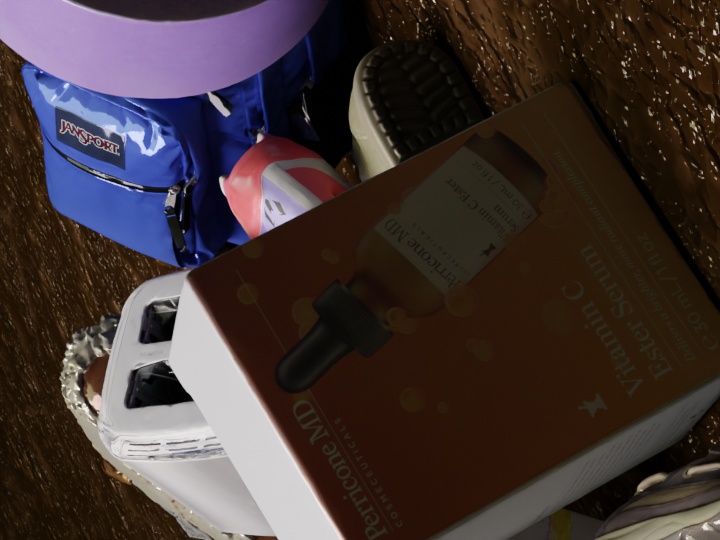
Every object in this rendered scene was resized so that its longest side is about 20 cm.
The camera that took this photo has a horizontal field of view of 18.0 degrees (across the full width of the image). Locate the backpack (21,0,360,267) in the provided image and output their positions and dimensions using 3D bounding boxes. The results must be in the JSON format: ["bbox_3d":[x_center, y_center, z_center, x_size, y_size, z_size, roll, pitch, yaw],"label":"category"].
[{"bbox_3d":[-0.091,-0.115,1.196,0.162,0.168,0.201,20,141,17],"label":"backpack"}]

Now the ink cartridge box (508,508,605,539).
[{"bbox_3d":[0.083,0.173,1.053,0.068,0.199,0.117,116,169,-53],"label":"ink cartridge box"}]

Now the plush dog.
[{"bbox_3d":[-0.087,0.065,1.426,0.200,0.172,0.160,41,165,-15],"label":"plush dog"}]

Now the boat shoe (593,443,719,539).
[{"bbox_3d":[0.162,0.095,0.911,0.074,0.074,0.199,41,145,-21],"label":"boat shoe"}]

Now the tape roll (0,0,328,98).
[{"bbox_3d":[-0.098,-0.189,1.068,0.201,0.199,0.085,60,162,12],"label":"tape roll"}]

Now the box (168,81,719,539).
[{"bbox_3d":[0.039,0.039,0.993,0.153,0.199,0.106,57,161,15],"label":"box"}]

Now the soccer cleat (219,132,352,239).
[{"bbox_3d":[0.000,0.000,1.188,0.076,0.067,0.200,40,176,43],"label":"soccer cleat"}]

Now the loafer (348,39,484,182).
[{"bbox_3d":[0.050,-0.014,1.112,0.068,0.075,0.201,125,126,-72],"label":"loafer"}]

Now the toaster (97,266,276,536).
[{"bbox_3d":[-0.038,0.064,1.148,0.199,0.114,0.129,-7,152,37],"label":"toaster"}]
